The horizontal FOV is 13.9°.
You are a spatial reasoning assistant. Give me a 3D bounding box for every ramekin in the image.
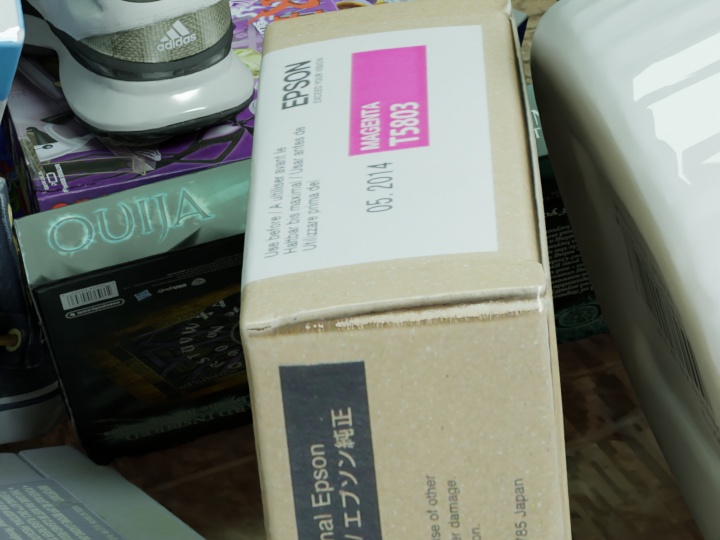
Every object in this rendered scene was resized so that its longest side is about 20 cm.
[{"bbox_3d":[0.120,-0.001,0.775,0.097,0.201,0.201,-22,25,-3],"label":"ramekin"}]

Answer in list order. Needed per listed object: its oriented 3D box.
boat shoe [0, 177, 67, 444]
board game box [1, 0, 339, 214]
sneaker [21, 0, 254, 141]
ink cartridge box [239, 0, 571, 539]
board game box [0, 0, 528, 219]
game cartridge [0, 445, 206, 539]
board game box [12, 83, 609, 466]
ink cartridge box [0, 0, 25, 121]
[{"bbox_3d":[-0.127,0.003,0.925,0.071,0.091,0.200,26,14,12],"label":"boat shoe"},{"bbox_3d":[-0.062,-0.064,0.985,0.119,0.032,0.200,-8,26,-11],"label":"board game box"},{"bbox_3d":[-0.092,-0.127,0.956,0.075,0.116,0.200,-17,27,-20],"label":"sneaker"},{"bbox_3d":[0.015,0.040,0.763,0.075,0.166,0.200,-5,24,3],"label":"ink cartridge box"},{"bbox_3d":[-0.040,-0.062,1.098,0.134,0.045,0.200,24,37,15],"label":"board game box"},{"bbox_3d":[-0.108,0.090,0.823,0.129,0.039,0.200,-2,10,-21],"label":"game cartridge"},{"bbox_3d":[0.000,0.000,0.914,0.199,0.135,0.028,-14,64,-5],"label":"board game box"},{"bbox_3d":[-0.161,-0.078,0.955,0.066,0.117,0.200,-5,-22,-17],"label":"ink cartridge box"}]
